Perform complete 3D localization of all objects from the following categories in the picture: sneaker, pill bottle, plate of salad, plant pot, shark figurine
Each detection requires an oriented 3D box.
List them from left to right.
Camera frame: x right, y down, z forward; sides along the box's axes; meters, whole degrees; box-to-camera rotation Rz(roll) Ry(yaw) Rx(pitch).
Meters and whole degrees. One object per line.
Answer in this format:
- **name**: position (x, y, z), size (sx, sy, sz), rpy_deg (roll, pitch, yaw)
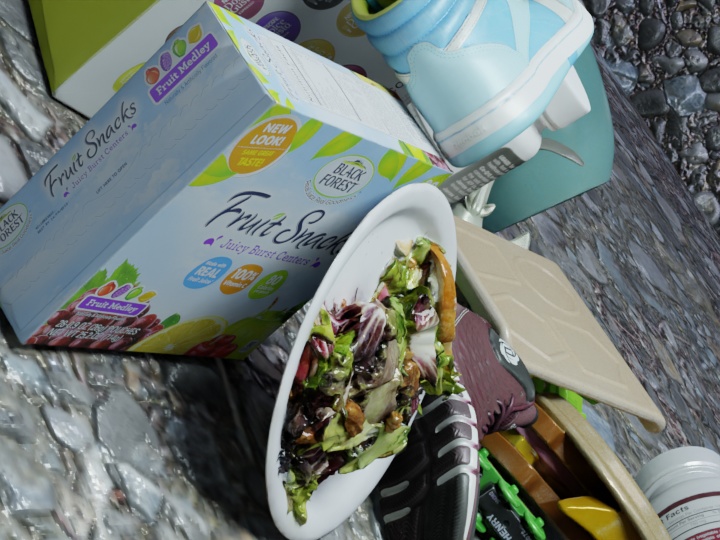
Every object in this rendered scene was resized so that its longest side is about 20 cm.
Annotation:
- **plate of salad**: position (0.012, 0.053, 0.791), size (0.048, 0.201, 0.200), rpy_deg (21, 7, 22)
- **pill bottle**: position (0.068, -0.115, 1.155), size (0.114, 0.199, 0.114), rpy_deg (52, 19, -26)
- **sneaker**: position (0.062, -0.155, 0.855), size (0.131, 0.079, 0.200), rpy_deg (52, 29, -13)
- **shark figurine**: position (0.091, -0.036, 1.250), size (0.127, 0.216, 0.089), rpy_deg (24, -16, -14)
- **sneaker**: position (0.072, 0.101, 0.927), size (0.115, 0.076, 0.201), rpy_deg (23, 51, -36)
- **plant pot**: position (0.148, -0.131, 1.423), size (0.162, 0.200, 0.200), rpy_deg (67, 19, 2)
- **pill bottle**: position (0.290, 0.245, 1.225), size (0.113, 0.113, 0.201), rpy_deg (41, 23, -33)

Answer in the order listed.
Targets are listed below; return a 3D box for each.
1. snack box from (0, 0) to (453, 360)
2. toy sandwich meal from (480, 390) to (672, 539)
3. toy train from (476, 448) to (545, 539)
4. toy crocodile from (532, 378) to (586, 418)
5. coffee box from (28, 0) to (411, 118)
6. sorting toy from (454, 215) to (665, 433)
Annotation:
- **snack box**: position (-0.067, -0.033, 0.748), size (0.068, 0.168, 0.200), rpy_deg (55, 17, 19)
- **toy sandwich meal**: position (0.152, 0.168, 1.070), size (0.206, 0.070, 0.205), rpy_deg (55, -5, 7)
- **toy train**: position (0.056, 0.113, 1.004), size (0.200, 0.042, 0.056), rpy_deg (52, 8, -8)
- **toy crocodile**: position (0.146, 0.095, 1.213), size (0.200, 0.061, 0.068), rpy_deg (25, 65, -69)
- **coffee box**: position (-0.079, -0.196, 0.952), size (0.197, 0.199, 0.201), rpy_deg (31, 30, -48)
- **sorting toy**: position (0.124, 0.034, 1.112), size (0.199, 0.036, 0.186), rpy_deg (28, 23, -40)
